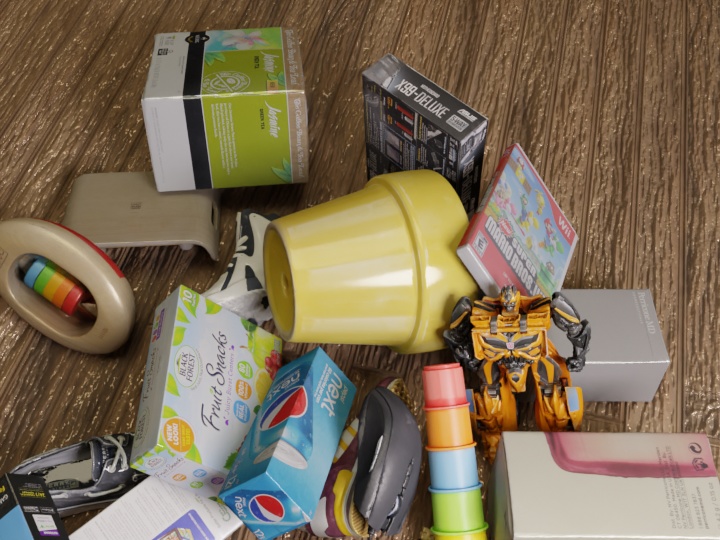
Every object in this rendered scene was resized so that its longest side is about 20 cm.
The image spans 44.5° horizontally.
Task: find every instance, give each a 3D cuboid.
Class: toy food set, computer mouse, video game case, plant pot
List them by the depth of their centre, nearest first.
[{"bbox_3d":[0.045,0.219,0.849,0.046,0.140,0.201,-14,50,34],"label":"computer mouse"},{"bbox_3d":[0.175,-0.029,0.948,0.017,0.143,0.200,-21,26,39],"label":"video game case"},{"bbox_3d":[0.000,0.000,0.954,0.188,0.201,0.201,-9,54,-19],"label":"plant pot"},{"bbox_3d":[-0.277,-0.059,1.107,0.199,0.061,0.144,-2,42,-4],"label":"toy food set"}]

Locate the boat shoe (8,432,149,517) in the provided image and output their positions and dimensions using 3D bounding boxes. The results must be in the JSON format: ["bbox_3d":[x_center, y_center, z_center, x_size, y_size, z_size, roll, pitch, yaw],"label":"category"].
[{"bbox_3d":[-0.259,0.199,0.901,0.199,0.068,0.072,-11,55,-10],"label":"boat shoe"}]

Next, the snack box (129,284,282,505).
[{"bbox_3d":[-0.151,0.129,0.902,0.142,0.053,0.201,31,36,-30],"label":"snack box"}]

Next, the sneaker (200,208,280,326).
[{"bbox_3d":[-0.140,-0.007,1.049,0.199,0.080,0.130,-29,58,-20],"label":"sneaker"}]

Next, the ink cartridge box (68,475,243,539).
[{"bbox_3d":[-0.217,0.268,0.853,0.200,0.037,0.095,-35,86,-26],"label":"ink cartridge box"}]

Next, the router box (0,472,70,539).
[{"bbox_3d":[-0.335,0.301,0.778,0.200,0.051,0.149,-44,60,10],"label":"router box"}]

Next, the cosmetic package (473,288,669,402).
[{"bbox_3d":[0.229,0.084,0.982,0.199,0.090,0.107,-3,50,0],"label":"cosmetic package"}]

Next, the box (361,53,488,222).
[{"bbox_3d":[0.075,-0.144,1.077,0.050,0.200,0.158,-40,63,-21],"label":"box"}]

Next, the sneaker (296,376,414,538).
[{"bbox_3d":[-0.009,0.186,0.912,0.090,0.075,0.200,-8,31,28],"label":"sneaker"}]

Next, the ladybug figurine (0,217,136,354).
[{"bbox_3d":[-0.337,0.010,1.002,0.200,0.136,0.072,39,30,-4],"label":"ladybug figurine"}]

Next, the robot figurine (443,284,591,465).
[{"bbox_3d":[0.161,0.106,0.882,0.144,0.201,0.058,-4,32,18],"label":"robot figurine"}]

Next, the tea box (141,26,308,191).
[{"bbox_3d":[-0.169,-0.213,1.140,0.196,0.134,0.200,-4,38,-6],"label":"tea box"}]

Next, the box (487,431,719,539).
[{"bbox_3d":[0.230,0.230,0.848,0.199,0.128,0.109,1,53,0],"label":"box"}]

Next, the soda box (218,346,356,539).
[{"bbox_3d":[-0.066,0.165,0.868,0.064,0.068,0.200,-31,18,25],"label":"soda box"}]

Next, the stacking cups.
[{"bbox_3d":[0.090,0.193,0.863,0.060,0.061,0.201,-5,82,-5],"label":"stacking cups"}]
